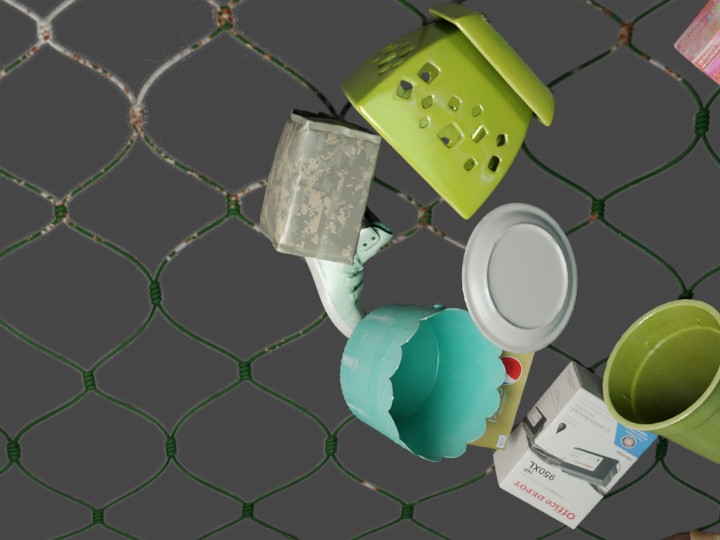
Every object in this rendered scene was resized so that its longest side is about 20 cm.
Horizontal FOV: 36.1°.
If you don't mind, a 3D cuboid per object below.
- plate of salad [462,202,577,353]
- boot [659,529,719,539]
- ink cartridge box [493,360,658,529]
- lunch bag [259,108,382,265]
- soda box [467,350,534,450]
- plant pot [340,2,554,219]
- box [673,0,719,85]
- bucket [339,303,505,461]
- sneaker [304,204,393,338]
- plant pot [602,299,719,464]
[{"bbox_3d":[0.211,0.010,1.482,0.199,0.048,0.202,2,86,-31],"label":"plate of salad"},{"bbox_3d":[0.511,0.492,1.740,0.165,0.072,0.201,-11,116,18],"label":"boot"},{"bbox_3d":[0.310,0.257,1.612,0.144,0.084,0.201,31,111,-12],"label":"ink cartridge box"},{"bbox_3d":[-0.058,-0.111,1.377,0.117,0.200,0.165,10,101,-18],"label":"lunch bag"},{"bbox_3d":[0.198,0.151,1.574,0.063,0.068,0.201,11,114,-4],"label":"soda box"},{"bbox_3d":[0.111,-0.209,1.344,0.181,0.200,0.199,-44,107,8],"label":"plant pot"},{"bbox_3d":[0.493,-0.318,1.346,0.102,0.095,0.200,33,110,-13],"label":"box"},{"bbox_3d":[0.081,0.141,1.492,0.206,0.134,0.209,-7,102,-34],"label":"bucket"},{"bbox_3d":[0.000,0.000,1.500,0.117,0.074,0.201,-19,111,15],"label":"sneaker"},{"bbox_3d":[0.473,0.176,1.534,0.200,0.201,0.190,-43,119,17],"label":"plant pot"}]
